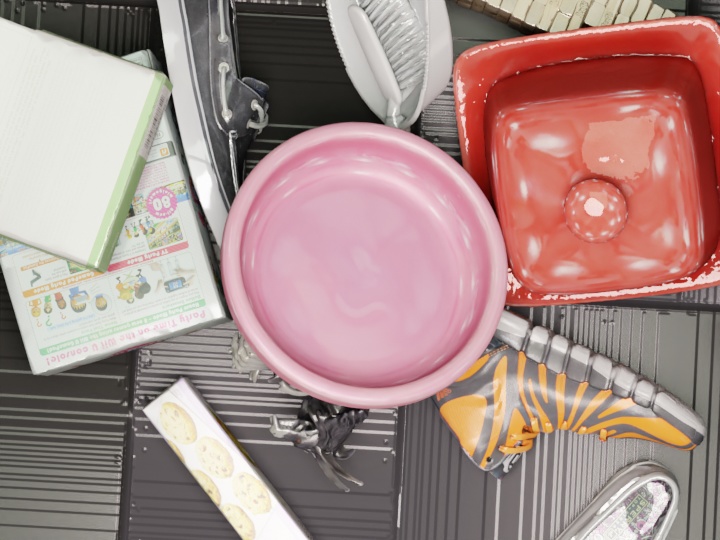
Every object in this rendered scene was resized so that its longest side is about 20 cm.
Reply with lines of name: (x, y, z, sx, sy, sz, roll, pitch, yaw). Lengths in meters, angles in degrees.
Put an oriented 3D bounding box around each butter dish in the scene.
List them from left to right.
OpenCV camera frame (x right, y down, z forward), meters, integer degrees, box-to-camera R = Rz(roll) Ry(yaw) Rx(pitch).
butter dish: (0.165, -0.058, 1.627, 0.198, 0.148, 0.201, -6, 107, 10)

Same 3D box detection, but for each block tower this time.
block tower: (0.163, -0.184, 1.703, 0.199, 0.054, 0.058, 24, 87, 1)

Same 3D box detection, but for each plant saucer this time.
plant saucer: (0.000, 0.000, 1.612, 0.199, 0.051, 0.202, 4, 71, -13)

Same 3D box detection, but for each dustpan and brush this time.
dustpan and brush: (0.026, -0.132, 1.686, 0.057, 0.139, 0.201, -33, 118, -21)

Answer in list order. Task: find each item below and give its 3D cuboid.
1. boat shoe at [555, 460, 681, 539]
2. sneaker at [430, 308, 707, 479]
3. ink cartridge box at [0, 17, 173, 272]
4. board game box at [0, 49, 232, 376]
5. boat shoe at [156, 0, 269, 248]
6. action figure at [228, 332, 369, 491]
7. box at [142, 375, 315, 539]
boat shoe: (0.161, 0.223, 1.679, 0.072, 0.069, 0.200, 44, 89, 2)
sneaker: (0.142, 0.107, 1.688, 0.199, 0.078, 0.113, 25, 92, 12)
ink cartridge box: (-0.248, -0.100, 1.646, 0.199, 0.048, 0.147, 20, 87, 3)
board game box: (-0.190, -0.040, 1.696, 0.146, 0.064, 0.202, -16, 86, 1)
boat shoe: (-0.098, -0.118, 1.698, 0.067, 0.072, 0.202, -12, 81, 2)
action figure: (-0.045, 0.056, 1.669, 0.101, 0.119, 0.202, -3, 78, -9)
box: (-0.081, 0.165, 1.698, 0.041, 0.039, 0.200, -37, 88, 0)
